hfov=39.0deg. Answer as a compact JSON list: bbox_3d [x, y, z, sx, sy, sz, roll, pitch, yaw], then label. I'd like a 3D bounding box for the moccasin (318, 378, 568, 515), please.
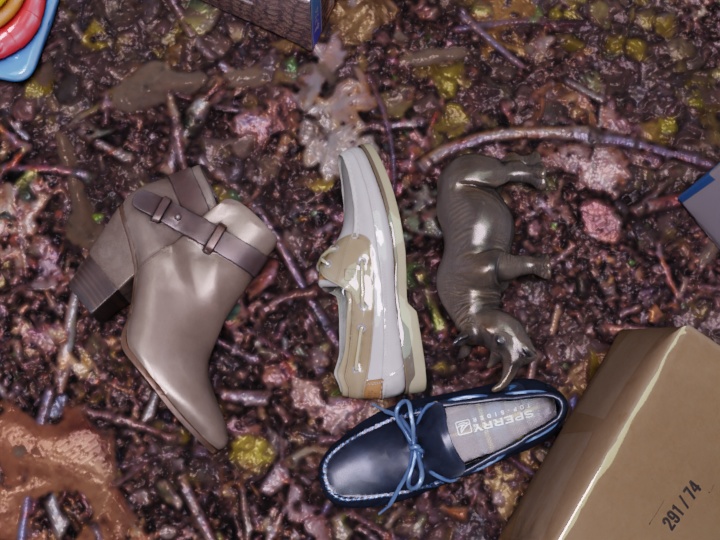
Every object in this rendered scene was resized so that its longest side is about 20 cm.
[{"bbox_3d":[0.061,0.122,0.771,0.199,0.068,0.081,-23,81,-6],"label":"moccasin"}]

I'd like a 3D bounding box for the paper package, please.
[{"bbox_3d":[0.234,0.168,0.741,0.190,0.103,0.201,34,80,-6],"label":"paper package"}]

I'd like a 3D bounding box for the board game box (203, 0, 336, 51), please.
[{"bbox_3d":[-0.070,-0.314,0.832,0.159,0.097,0.201,24,80,3],"label":"board game box"}]

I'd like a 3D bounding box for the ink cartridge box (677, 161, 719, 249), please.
[{"bbox_3d":[0.383,-0.079,0.778,0.200,0.147,0.145,-38,83,-8],"label":"ink cartridge box"}]

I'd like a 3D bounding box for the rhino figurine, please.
[{"bbox_3d":[0.102,-0.004,0.792,0.087,0.060,0.201,0,72,4],"label":"rhino figurine"}]

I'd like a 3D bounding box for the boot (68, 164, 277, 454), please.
[{"bbox_3d":[-0.123,0.019,0.785,0.146,0.070,0.200,-40,84,-10],"label":"boot"}]

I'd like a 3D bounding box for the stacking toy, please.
[{"bbox_3d":[-0.306,-0.232,0.757,0.109,0.200,0.117,15,80,1],"label":"stacking toy"}]

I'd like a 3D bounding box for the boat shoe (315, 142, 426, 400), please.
[{"bbox_3d":[0.000,0.000,0.789,0.068,0.075,0.201,-10,79,-6],"label":"boat shoe"}]
